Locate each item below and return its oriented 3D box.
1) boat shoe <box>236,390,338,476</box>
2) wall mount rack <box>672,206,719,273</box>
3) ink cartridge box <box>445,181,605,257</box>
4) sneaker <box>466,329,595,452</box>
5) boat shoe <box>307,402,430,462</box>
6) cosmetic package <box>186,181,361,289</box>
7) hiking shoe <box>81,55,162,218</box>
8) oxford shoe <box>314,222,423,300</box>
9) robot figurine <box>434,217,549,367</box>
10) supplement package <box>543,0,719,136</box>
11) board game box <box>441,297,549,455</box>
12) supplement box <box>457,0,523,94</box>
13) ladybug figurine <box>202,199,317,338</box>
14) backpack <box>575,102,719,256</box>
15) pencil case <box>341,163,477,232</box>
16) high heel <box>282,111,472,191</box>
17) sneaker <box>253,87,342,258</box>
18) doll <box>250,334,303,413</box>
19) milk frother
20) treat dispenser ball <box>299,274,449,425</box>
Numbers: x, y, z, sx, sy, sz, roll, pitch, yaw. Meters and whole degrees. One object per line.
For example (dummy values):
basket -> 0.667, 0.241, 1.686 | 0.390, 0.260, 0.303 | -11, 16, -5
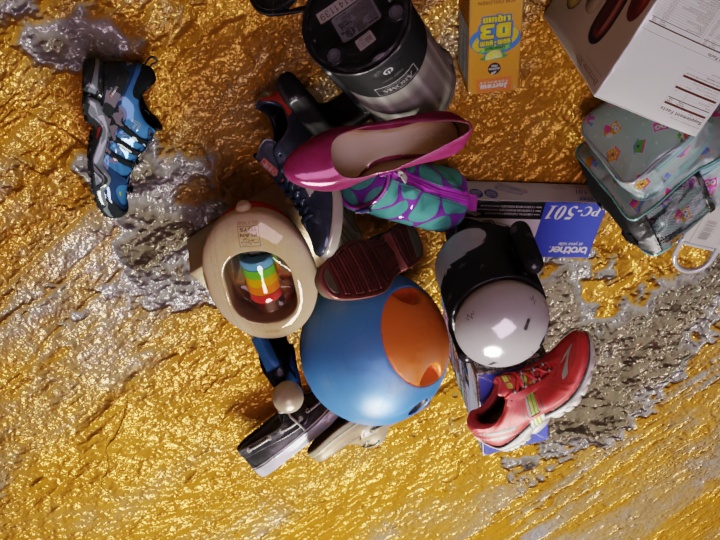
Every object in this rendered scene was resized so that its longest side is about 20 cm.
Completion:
boat shoe -> -0.096, 0.212, 1.541 | 0.199, 0.074, 0.068 | -40, 108, 12
wall mount rack -> 0.499, -0.090, 1.437 | 0.171, 0.075, 0.202 | 10, 126, -16
ink cartridge box -> 0.219, -0.067, 1.403 | 0.197, 0.045, 0.095 | 0, 130, -14
sneaker -> 0.206, 0.146, 1.292 | 0.084, 0.077, 0.201 | 27, 117, -25
boat shoe -> 0.015, 0.224, 1.529 | 0.199, 0.072, 0.066 | -32, 95, -22
cosmetic package -> -0.110, -0.039, 1.330 | 0.199, 0.072, 0.105 | -33, 129, 13
hiking shoe -> -0.268, -0.144, 1.205 | 0.085, 0.075, 0.202 | -3, 129, -10
oxford shoe -> 0.000, 0.000, 1.283 | 0.074, 0.071, 0.199 | -24, 179, 38
robot figurine -> 0.162, 0.025, 1.305 | 0.123, 0.201, 0.152 | -15, 132, 1
supplement package -> 0.330, -0.296, 1.145 | 0.145, 0.192, 0.201 | 15, 124, -23
board game box -> 0.181, 0.116, 1.440 | 0.095, 0.201, 0.161 | -12, 131, -3
supplement box -> 0.146, -0.300, 1.181 | 0.065, 0.069, 0.202 | -8, 132, -4
ladybug figurine -> -0.117, -0.008, 1.253 | 0.133, 0.073, 0.202 | -3, 132, 3
backpack -> 0.379, -0.148, 1.290 | 0.198, 0.177, 0.154 | -30, 132, 4
pencil case -> 0.053, -0.098, 1.267 | 0.091, 0.087, 0.199 | 0, 175, 36
high heel -> 0.019, -0.128, 1.118 | 0.197, 0.096, 0.069 | -8, 88, -20
sneaker -> -0.077, -0.109, 1.210 | 0.083, 0.203, 0.075 | -5, 165, -26
doll -> -0.108, 0.105, 1.363 | 0.048, 0.201, 0.137 | -24, 131, 8
milk frother -> -0.011, -0.263, 1.142 | 0.178, 0.203, 0.188 | -15, 164, 15
treat dispenser ball -> 0.018, 0.101, 1.390 | 0.197, 0.202, 0.203 | -7, 130, -8
